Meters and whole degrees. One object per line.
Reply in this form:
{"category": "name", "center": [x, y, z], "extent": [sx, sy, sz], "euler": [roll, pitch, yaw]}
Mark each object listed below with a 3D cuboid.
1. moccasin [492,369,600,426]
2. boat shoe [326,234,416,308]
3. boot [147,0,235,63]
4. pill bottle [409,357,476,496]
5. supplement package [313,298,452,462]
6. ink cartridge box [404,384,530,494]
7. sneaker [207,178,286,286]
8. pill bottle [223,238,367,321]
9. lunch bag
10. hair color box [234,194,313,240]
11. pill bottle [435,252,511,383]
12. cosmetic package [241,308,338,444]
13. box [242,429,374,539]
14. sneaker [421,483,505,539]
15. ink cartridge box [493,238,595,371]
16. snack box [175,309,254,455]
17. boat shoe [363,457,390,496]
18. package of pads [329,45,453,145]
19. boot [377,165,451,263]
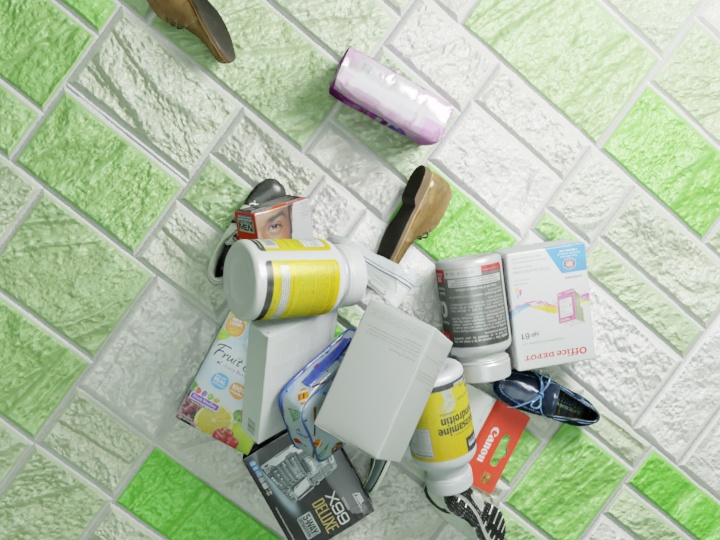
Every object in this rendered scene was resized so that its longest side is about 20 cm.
{"category": "moccasin", "center": [0.329, 0.217, 1.269], "extent": [0.196, 0.068, 0.082], "euler": [16, 82, -11]}
{"category": "boat shoe", "center": [0.000, 0.000, 1.162], "extent": [0.073, 0.198, 0.068], "euler": [35, 83, -43]}
{"category": "boot", "center": [-0.274, -0.406, 1.160], "extent": [0.075, 0.074, 0.202], "euler": [-33, 94, 17]}
{"category": "pill bottle", "center": [0.129, 0.255, 1.188], "extent": [0.109, 0.112, 0.205], "euler": [-12, 101, -4]}
{"category": "supplement package", "center": [0.037, 0.166, 1.082], "extent": [0.116, 0.117, 0.203], "euler": [23, 83, 24]}
{"category": "ink cartridge box", "center": [0.187, 0.288, 1.277], "extent": [0.197, 0.057, 0.165], "euler": [28, 92, -3]}
{"category": "sneaker", "center": [-0.183, -0.058, 1.186], "extent": [0.073, 0.089, 0.203], "euler": [31, 91, -6]}
{"category": "pill bottle", "center": [-0.094, 0.011, 1.080], "extent": [0.197, 0.113, 0.117], "euler": [-2, 97, -36]}
{"category": "lunch bag", "center": [-0.038, 0.193, 1.171], "extent": [0.199, 0.075, 0.163], "euler": [-41, 133, -30]}
{"category": "hair color box", "center": [-0.128, -0.008, 1.166], "extent": [0.110, 0.063, 0.205], "euler": [-21, 112, -38]}
{"category": "pill bottle", "center": [0.192, 0.078, 1.219], "extent": [0.111, 0.114, 0.205], "euler": [-8, 94, -5]}
{"category": "cosmetic package", "center": [-0.113, 0.156, 1.156], "extent": [0.149, 0.051, 0.204], "euler": [-18, 128, -43]}
{"category": "box", "center": [-0.089, 0.363, 1.255], "extent": [0.155, 0.050, 0.203], "euler": [-28, 97, -3]}
{"category": "sneaker", "center": [0.185, 0.427, 1.287], "extent": [0.201, 0.079, 0.074], "euler": [51, 59, -22]}
{"category": "ink cartridge box", "center": [0.315, 0.059, 1.248], "extent": [0.141, 0.085, 0.205], "euler": [-8, 98, -5]}
{"category": "snack box", "center": [-0.203, 0.185, 1.224], "extent": [0.140, 0.053, 0.203], "euler": [29, 91, -9]}
{"category": "boat shoe", "center": [0.039, 0.286, 1.256], "extent": [0.061, 0.073, 0.204], "euler": [22, 90, 6]}
{"category": "package of pads", "center": [0.048, -0.275, 1.170], "extent": [0.197, 0.121, 0.077], "euler": [28, 93, -8]}
{"category": "boot", "center": [0.089, -0.066, 1.217], "extent": [0.074, 0.074, 0.203], "euler": [24, 97, -26]}
